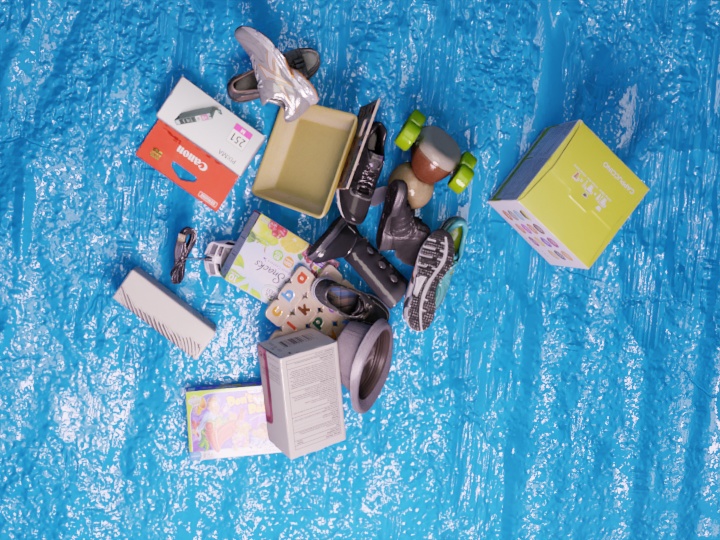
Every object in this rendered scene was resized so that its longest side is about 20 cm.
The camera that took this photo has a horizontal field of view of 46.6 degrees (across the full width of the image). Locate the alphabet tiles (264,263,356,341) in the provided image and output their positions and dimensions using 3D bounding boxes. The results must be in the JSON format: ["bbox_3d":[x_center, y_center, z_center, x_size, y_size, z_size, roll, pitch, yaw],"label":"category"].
[{"bbox_3d":[-0.093,0.092,1.642,0.201,0.015,0.195,-52,125,-8],"label":"alphabet tiles"}]

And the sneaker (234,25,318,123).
[{"bbox_3d":[-0.172,-0.363,1.560,0.092,0.076,0.200,-45,100,-2],"label":"sneaker"}]

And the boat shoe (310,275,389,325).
[{"bbox_3d":[-0.012,0.070,1.643,0.197,0.056,0.070,25,91,-35],"label":"boat shoe"}]

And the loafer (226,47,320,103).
[{"bbox_3d":[-0.165,-0.378,1.623,0.196,0.063,0.073,-24,96,-7],"label":"loafer"}]

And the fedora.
[{"bbox_3d":[-0.006,0.175,1.644,0.089,0.202,0.179,20,60,20],"label":"fedora"}]

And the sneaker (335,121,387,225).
[{"bbox_3d":[0.006,-0.193,1.624,0.074,0.087,0.205,13,78,-23],"label":"sneaker"}]

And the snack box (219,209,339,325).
[{"bbox_3d":[-0.156,-0.004,1.623,0.198,0.053,0.144,31,89,-29],"label":"snack box"}]

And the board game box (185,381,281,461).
[{"bbox_3d":[-0.243,0.296,1.659,0.195,0.045,0.138,-4,94,-8],"label":"board game box"}]

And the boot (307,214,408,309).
[{"bbox_3d":[0.000,-0.001,1.633,0.065,0.165,0.201,-32,102,38],"label":"boot"}]

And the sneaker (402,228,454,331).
[{"bbox_3d":[0.124,0.014,1.638,0.072,0.080,0.204,20,90,-14],"label":"sneaker"}]

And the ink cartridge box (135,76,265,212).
[{"bbox_3d":[-0.311,-0.243,1.619,0.198,0.044,0.176,34,86,-9],"label":"ink cartridge box"}]

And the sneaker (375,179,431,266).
[{"bbox_3d":[0.092,-0.092,1.627,0.101,0.061,0.202,3,134,-15],"label":"sneaker"}]

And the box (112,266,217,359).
[{"bbox_3d":[-0.373,0.081,1.610,0.199,0.082,0.069,38,89,-8],"label":"box"}]

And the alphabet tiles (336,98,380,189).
[{"bbox_3d":[-0.014,-0.234,1.585,0.007,0.200,0.171,19,91,-12],"label":"alphabet tiles"}]

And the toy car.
[{"bbox_3d":[0.108,-0.181,1.664,0.163,0.158,0.201,37,116,-5],"label":"toy car"}]

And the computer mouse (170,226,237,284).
[{"bbox_3d":[-0.268,-0.021,1.628,0.195,0.044,0.113,6,97,-22],"label":"computer mouse"}]

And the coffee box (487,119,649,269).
[{"bbox_3d":[0.406,-0.148,1.657,0.199,0.198,0.201,41,87,-9],"label":"coffee box"}]

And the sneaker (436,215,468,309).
[{"bbox_3d":[0.164,-0.015,1.687,0.076,0.080,0.204,19,91,-9],"label":"sneaker"}]

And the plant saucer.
[{"bbox_3d":[-0.099,-0.214,1.608,0.048,0.197,0.204,18,92,-54],"label":"plant saucer"}]

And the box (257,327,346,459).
[{"bbox_3d":[-0.112,0.230,1.590,0.125,0.108,0.205,-13,108,-30],"label":"box"}]
